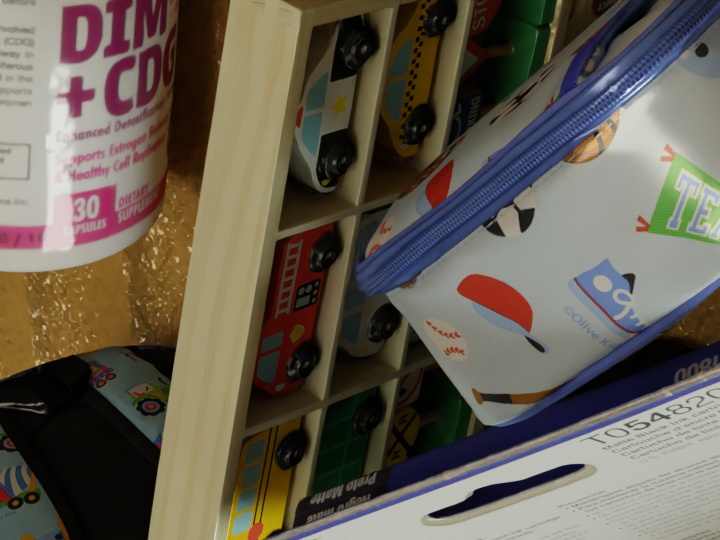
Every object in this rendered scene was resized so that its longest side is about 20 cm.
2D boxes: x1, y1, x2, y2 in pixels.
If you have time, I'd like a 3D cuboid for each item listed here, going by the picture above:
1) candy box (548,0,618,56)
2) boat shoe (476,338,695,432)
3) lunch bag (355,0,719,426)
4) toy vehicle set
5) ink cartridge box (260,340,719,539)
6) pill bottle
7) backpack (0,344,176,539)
[{"bbox_3d":[0.037,-0.112,0.873,0.115,0.055,0.201,38,130,24],"label":"candy box"},{"bbox_3d":[0.035,0.062,0.946,0.199,0.075,0.074,7,117,43],"label":"boat shoe"},{"bbox_3d":[0.096,-0.052,0.748,0.076,0.200,0.160,46,137,-2],"label":"lunch bag"},{"bbox_3d":[0.000,0.000,0.820,0.026,0.124,0.201,29,123,33],"label":"toy vehicle set"},{"bbox_3d":[0.083,0.065,0.792,0.199,0.199,0.041,-23,59,32],"label":"ink cartridge box"},{"bbox_3d":[-0.119,-0.112,0.983,0.113,0.113,0.201,27,126,32],"label":"pill bottle"},{"bbox_3d":[-0.086,0.129,1.023,0.200,0.182,0.135,47,148,38],"label":"backpack"}]
